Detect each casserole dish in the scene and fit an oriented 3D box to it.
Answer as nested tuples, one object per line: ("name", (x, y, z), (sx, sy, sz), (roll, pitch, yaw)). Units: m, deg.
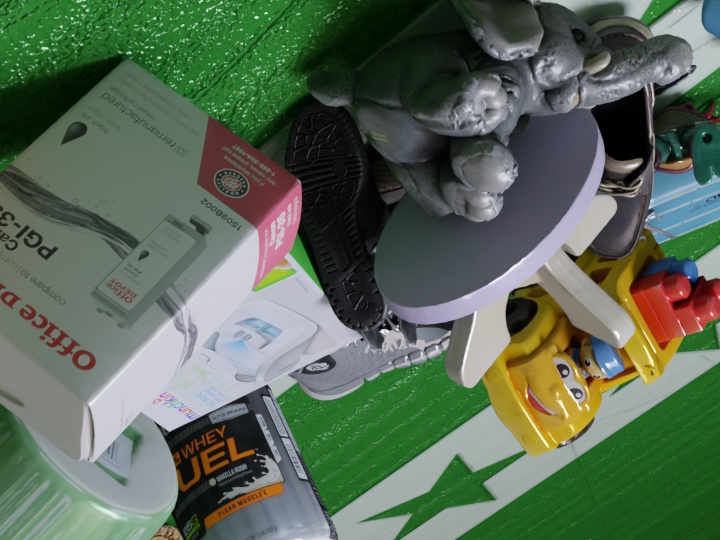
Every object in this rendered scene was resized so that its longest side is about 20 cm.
("casserole dish", (0.298, -0.068, 1.550), (0.199, 0.039, 0.121), (-21, 155, -15))

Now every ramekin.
("ramekin", (-0.232, 0.147, 1.253), (0.098, 0.201, 0.200), (-43, 152, 17))

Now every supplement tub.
("supplement tub", (-0.110, 0.172, 1.408), (0.122, 0.201, 0.123), (-23, 155, -11))

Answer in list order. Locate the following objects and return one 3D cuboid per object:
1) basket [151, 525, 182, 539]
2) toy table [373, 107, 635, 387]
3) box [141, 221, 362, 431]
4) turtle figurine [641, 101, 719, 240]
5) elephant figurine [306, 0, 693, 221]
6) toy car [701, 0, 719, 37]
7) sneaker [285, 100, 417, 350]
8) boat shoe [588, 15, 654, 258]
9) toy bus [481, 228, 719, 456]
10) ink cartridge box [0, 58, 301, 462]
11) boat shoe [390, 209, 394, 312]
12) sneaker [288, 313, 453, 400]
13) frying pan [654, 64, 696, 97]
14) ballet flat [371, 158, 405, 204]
("basket", (-0.279, 0.329, 1.706), (0.142, 0.150, 0.200), (-1, 166, 25))
("toy table", (0.107, -0.016, 1.184), (0.200, 0.184, 0.117), (-39, 135, -8))
("box", (-0.117, 0.015, 1.209), (0.175, 0.097, 0.200), (-26, 154, 5))
("turtle figurine", (0.272, -0.091, 1.405), (0.149, 0.101, 0.200), (-28, 172, 15))
("elephant figurine", (0.100, -0.136, 1.131), (0.200, 0.156, 0.141), (-47, -159, -27))
("toy car", (0.397, -0.221, 1.257), (0.201, 0.184, 0.177), (-60, 150, 2))
("sneaker", (-0.001, -0.030, 1.211), (0.060, 0.201, 0.104), (-11, -170, 17))
("boat shoe", (0.189, -0.092, 1.261), (0.074, 0.073, 0.201), (0, 121, 10))
("toy bus", (0.221, 0.054, 1.457), (0.191, 0.136, 0.200), (-17, -159, 38))
("ink cartridge box", (-0.152, -0.008, 0.995), (0.200, 0.146, 0.083), (-48, 167, -29))
("boat shoe", (0.000, 0.000, 1.357), (0.199, 0.075, 0.093), (-26, 150, -23))
("sneaker", (0.011, 0.046, 1.442), (0.199, 0.075, 0.115), (-33, 152, 14))
("frying pan", (0.188, -0.109, 1.379), (0.189, 0.031, 0.115), (-15, 154, -19))
("ballet flat", (0.062, -0.092, 1.271), (0.199, 0.047, 0.067), (-21, 178, -1))
